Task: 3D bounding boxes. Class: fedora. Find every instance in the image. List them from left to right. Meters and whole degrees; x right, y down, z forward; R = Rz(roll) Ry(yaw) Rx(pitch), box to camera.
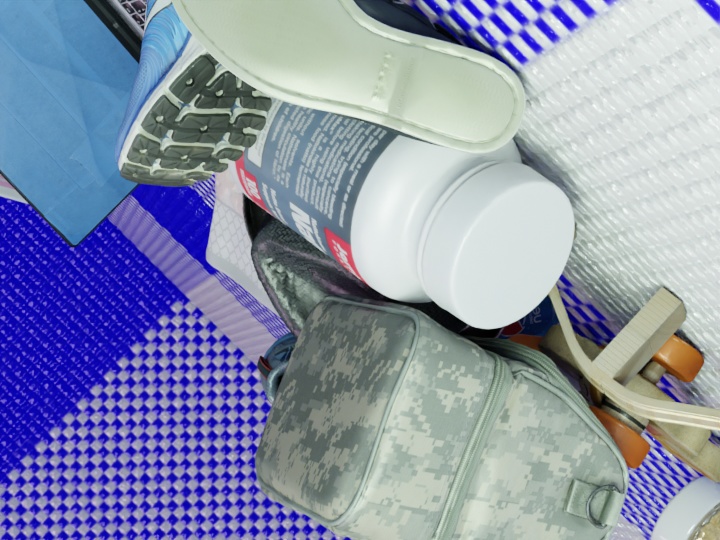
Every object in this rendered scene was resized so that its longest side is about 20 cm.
[{"bbox_3d":[0.000,0.000,1.298,0.200,0.092,0.201,13,127,18],"label":"fedora"}]

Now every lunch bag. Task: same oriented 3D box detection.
[{"bbox_3d":[0.049,0.104,1.181,0.167,0.140,0.200,25,174,-19],"label":"lunch bag"}]

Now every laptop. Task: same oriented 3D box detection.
[{"bbox_3d":[-0.154,-0.136,1.281,0.199,0.116,0.187,-14,129,38],"label":"laptop"}]

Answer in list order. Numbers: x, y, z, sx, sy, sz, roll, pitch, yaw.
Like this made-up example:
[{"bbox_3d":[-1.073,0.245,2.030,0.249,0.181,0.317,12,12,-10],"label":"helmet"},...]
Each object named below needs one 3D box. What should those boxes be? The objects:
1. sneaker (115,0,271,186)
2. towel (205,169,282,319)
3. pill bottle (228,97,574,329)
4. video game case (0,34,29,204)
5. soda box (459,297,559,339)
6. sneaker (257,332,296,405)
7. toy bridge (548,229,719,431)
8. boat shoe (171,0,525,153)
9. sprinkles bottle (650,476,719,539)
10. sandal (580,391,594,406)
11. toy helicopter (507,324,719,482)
[{"bbox_3d":[-0.089,-0.138,1.141,0.078,0.200,0.089,11,-152,-37],"label":"sneaker"},{"bbox_3d":[-0.042,-0.045,1.430,0.200,0.032,0.192,38,132,38],"label":"towel"},{"bbox_3d":[0.023,-0.051,1.152,0.200,0.120,0.120,36,168,42],"label":"pill bottle"},{"bbox_3d":[-0.226,-0.149,1.379,0.018,0.201,0.143,14,179,12],"label":"video game case"},{"bbox_3d":[0.078,0.033,1.460,0.068,0.064,0.200,45,170,-8],"label":"soda box"},{"bbox_3d":[0.019,0.106,1.350,0.199,0.080,0.096,20,-173,5],"label":"sneaker"},{"bbox_3d":[0.158,0.041,1.143,0.200,0.067,0.027,39,170,28],"label":"toy bridge"},{"bbox_3d":[-0.006,-0.119,1.068,0.199,0.075,0.066,19,-175,2],"label":"boat shoe"},{"bbox_3d":[0.292,0.223,1.366,0.200,0.068,0.068,38,169,31],"label":"sprinkles bottle"},{"bbox_3d":[0.167,0.103,1.393,0.057,0.080,0.201,22,170,23],"label":"sandal"},{"bbox_3d":[0.173,0.086,1.270,0.132,0.079,0.200,28,174,42],"label":"toy helicopter"}]
